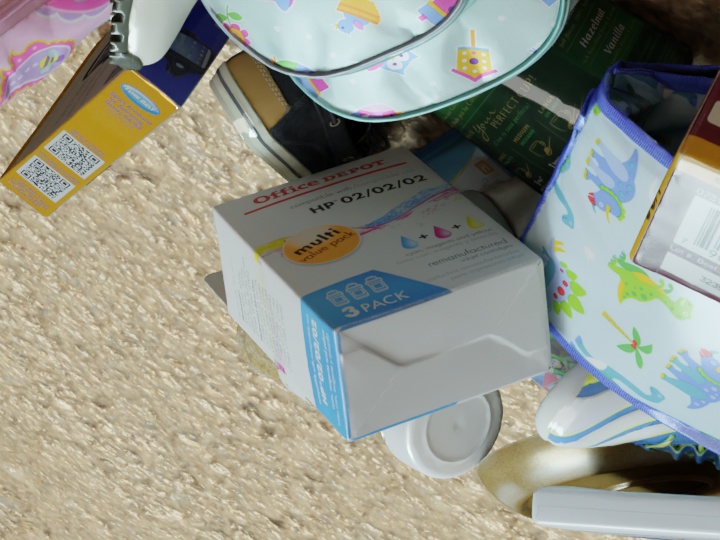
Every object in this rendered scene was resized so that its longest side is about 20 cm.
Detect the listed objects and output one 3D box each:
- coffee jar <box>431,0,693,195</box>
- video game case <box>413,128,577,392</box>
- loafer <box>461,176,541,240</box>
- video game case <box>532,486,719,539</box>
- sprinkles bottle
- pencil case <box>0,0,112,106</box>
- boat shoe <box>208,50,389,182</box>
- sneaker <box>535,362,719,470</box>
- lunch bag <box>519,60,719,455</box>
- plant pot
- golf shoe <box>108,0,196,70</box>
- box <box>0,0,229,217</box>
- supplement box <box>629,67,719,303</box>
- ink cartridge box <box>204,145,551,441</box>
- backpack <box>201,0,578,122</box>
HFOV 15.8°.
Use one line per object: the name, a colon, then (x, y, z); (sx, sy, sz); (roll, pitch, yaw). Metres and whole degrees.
coffee jar: (0.060, -0.120, 1.303); (0.200, 0.085, 0.104); (33, 146, -5)
video game case: (0.099, 0.003, 1.495); (0.200, 0.018, 0.143); (41, 147, -13)
loafer: (0.075, -0.005, 1.430); (0.072, 0.063, 0.200); (55, 165, 9)
video game case: (0.219, 0.135, 1.382); (0.200, 0.024, 0.182); (0, 173, 30)
sprinkles bottle: (0.002, 0.060, 1.539); (0.200, 0.068, 0.068); (27, 156, 54)
pencil case: (-0.148, -0.161, 1.314); (0.087, 0.200, 0.087); (47, 168, 13)
boat shoe: (-0.021, -0.081, 1.397); (0.075, 0.062, 0.200); (56, -173, 18)
sneaker: (0.195, 0.075, 1.342); (0.076, 0.200, 0.105); (102, 146, -59)
lunch bag: (0.182, -0.005, 1.244); (0.200, 0.127, 0.170); (23, 143, 1)
plant pot: (0.167, 0.115, 1.477); (0.200, 0.027, 0.200); (-5, 164, -2)
golf shoe: (-0.060, -0.180, 1.245); (0.088, 0.200, 0.077); (24, -170, -6)
box: (-0.118, -0.112, 1.425); (0.041, 0.119, 0.200); (41, 146, -15)
supplement box: (0.211, -0.073, 1.138); (0.110, 0.200, 0.086); (27, 146, 6)
ink cartridge box: (0.000, 0.000, 1.329); (0.200, 0.115, 0.068); (42, 146, 55)
backpack: (0.010, -0.165, 1.140); (0.176, 0.153, 0.200); (-23, 117, 31)
